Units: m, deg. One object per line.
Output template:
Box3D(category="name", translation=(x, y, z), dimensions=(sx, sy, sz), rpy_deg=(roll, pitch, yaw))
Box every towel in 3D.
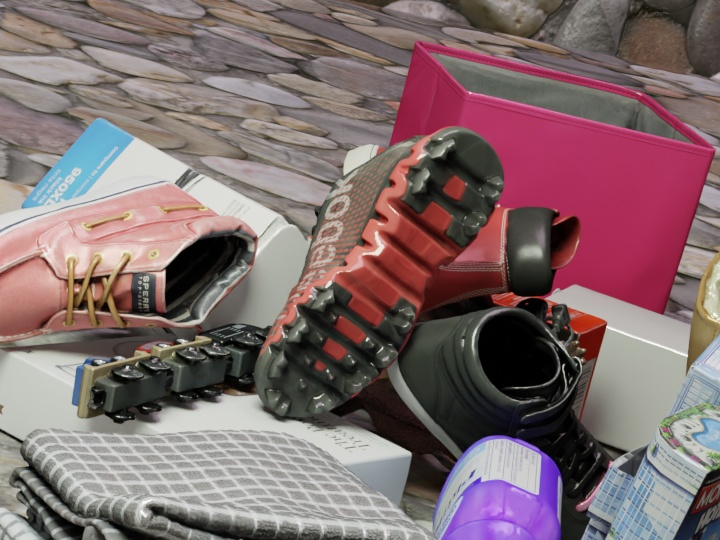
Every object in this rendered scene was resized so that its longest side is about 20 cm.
Box3D(category="towel", translation=(-0.068, 0.135, 1.424), dimensions=(0.199, 0.086, 0.166), rpy_deg=(7, 14, -30))

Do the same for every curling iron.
Box3D(category="curling iron", translation=(0.081, 0.013, 1.807), dimensions=(0.049, 0.026, 0.200), rpy_deg=(-24, 28, -11))

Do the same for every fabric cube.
Box3D(category="fabric cube", translation=(0.124, -0.039, 2.125), dimensions=(0.196, 0.200, 0.200), rpy_deg=(11, 14, -13))

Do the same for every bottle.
Box3D(category="bottle", translation=(0.070, 0.150, 1.521), dimensions=(0.065, 0.084, 0.200), rpy_deg=(25, 14, -1))

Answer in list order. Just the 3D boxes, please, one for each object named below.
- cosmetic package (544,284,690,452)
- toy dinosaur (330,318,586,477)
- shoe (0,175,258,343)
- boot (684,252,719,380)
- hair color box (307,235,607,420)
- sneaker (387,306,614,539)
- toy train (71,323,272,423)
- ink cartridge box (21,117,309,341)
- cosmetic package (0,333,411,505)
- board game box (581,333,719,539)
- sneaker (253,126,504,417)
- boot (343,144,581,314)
Box3D(category="cosmetic package", translation=(0.215, 0.082, 1.968), dimensions=(0.200, 0.085, 0.108), rpy_deg=(19, 13, 18))
Box3D(category="toy dinosaur", translation=(0.055, 0.094, 1.757), dimensions=(0.199, 0.086, 0.136), rpy_deg=(12, 23, 22))
Box3D(category="shoe", translation=(-0.155, 0.003, 1.635), dimensions=(0.091, 0.072, 0.200), rpy_deg=(22, 35, 40))
Box3D(category="boot", translation=(0.224, 0.067, 1.662), dimensions=(0.066, 0.200, 0.175), rpy_deg=(12, 34, 12))
Box3D(category="hair color box", translation=(0.052, 0.051, 1.879), dimensions=(0.200, 0.102, 0.061), rpy_deg=(19, 14, 21))
Box3D(category="sneaker", translation=(0.110, 0.097, 1.641), dimensions=(0.200, 0.071, 0.099), rpy_deg=(43, -27, -10))
Box3D(category="toy train", translation=(-0.105, 0.054, 1.614), dimensions=(0.046, 0.034, 0.200), rpy_deg=(17, 14, 25))
Box3D(category="ink cartridge box", translation=(-0.101, 0.004, 1.803), dimensions=(0.200, 0.084, 0.145), rpy_deg=(28, -18, 45))
Box3D(category="cosmetic package", translation=(-0.094, 0.096, 1.641), dimensions=(0.200, 0.052, 0.151), rpy_deg=(24, 18, 34))
Box3D(category="board game box", translation=(0.172, 0.118, 1.500), dimensions=(0.062, 0.200, 0.200), rpy_deg=(30, 17, 21))
Box3D(category="sneaker", translation=(0.000, 0.000, 1.663), dimensions=(0.071, 0.201, 0.098), rpy_deg=(41, -11, -25))
Box3D(category="boot", translation=(0.063, -0.030, 1.805), dimensions=(0.144, 0.073, 0.200), rpy_deg=(-9, 25, -2))
